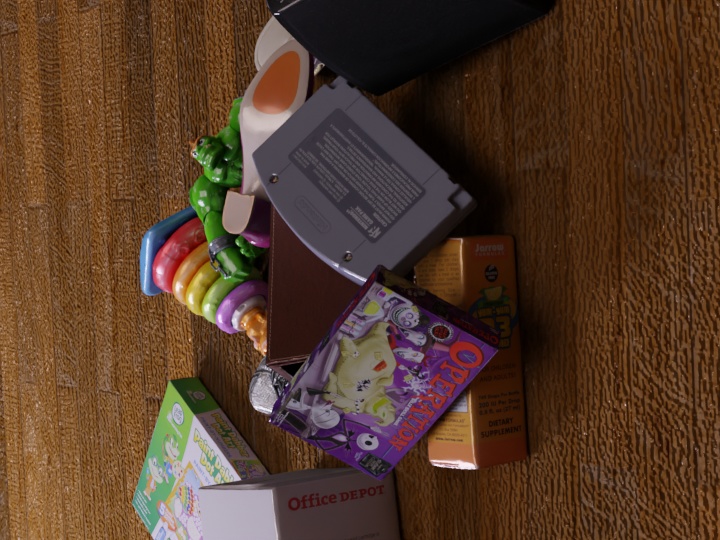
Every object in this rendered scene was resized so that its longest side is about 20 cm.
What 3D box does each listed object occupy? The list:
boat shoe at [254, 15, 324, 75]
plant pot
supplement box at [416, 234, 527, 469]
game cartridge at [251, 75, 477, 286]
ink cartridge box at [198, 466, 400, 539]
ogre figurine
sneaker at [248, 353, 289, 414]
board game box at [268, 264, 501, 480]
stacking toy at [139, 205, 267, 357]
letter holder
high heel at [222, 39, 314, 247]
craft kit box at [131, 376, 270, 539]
[{"bbox_3d":[-0.026,-0.256,1.380,0.200,0.059,0.072,-46,46,34],"label":"boat shoe"},{"bbox_3d":[0.014,-0.285,1.193,0.199,0.177,0.200,-22,74,33],"label":"plant pot"},{"bbox_3d":[0.097,0.069,1.250,0.069,0.066,0.201,-6,89,52],"label":"supplement box"},{"bbox_3d":[-0.005,-0.073,1.265,0.133,0.040,0.200,-41,56,-2],"label":"game cartridge"},{"bbox_3d":[-0.054,0.300,1.403,0.146,0.146,0.201,-12,83,53],"label":"ink cartridge box"},{"bbox_3d":[-0.116,-0.099,1.486,0.120,0.098,0.200,40,129,35],"label":"ogre figurine"},{"bbox_3d":[-0.058,0.107,1.422,0.078,0.085,0.200,56,141,-5],"label":"sneaker"},{"bbox_3d":[0.017,0.092,1.216,0.200,0.120,0.032,-54,16,38],"label":"board game box"},{"bbox_3d":[-0.140,0.025,1.540,0.200,0.110,0.116,45,145,27],"label":"stacking toy"},{"bbox_3d":[0.000,0.000,1.307,0.142,0.101,0.200,-12,62,22],"label":"letter holder"},{"bbox_3d":[-0.074,-0.121,1.390,0.067,0.096,0.200,12,89,24],"label":"high heel"},{"bbox_3d":[-0.185,0.261,1.657,0.200,0.048,0.198,46,125,39],"label":"craft kit box"}]
